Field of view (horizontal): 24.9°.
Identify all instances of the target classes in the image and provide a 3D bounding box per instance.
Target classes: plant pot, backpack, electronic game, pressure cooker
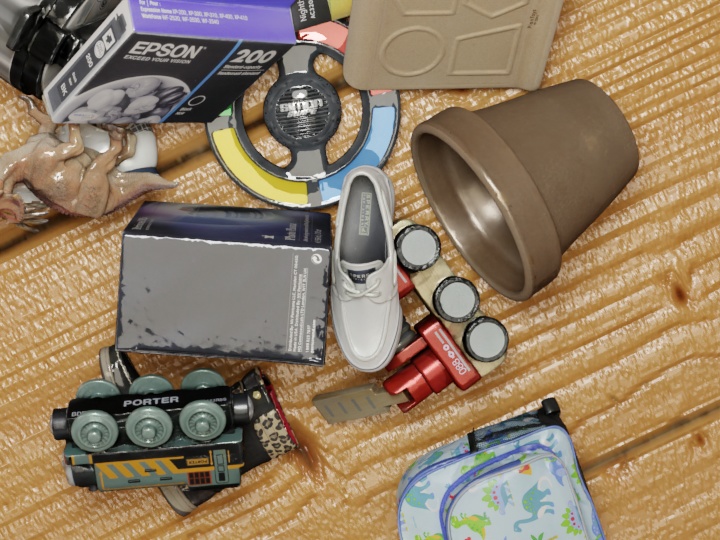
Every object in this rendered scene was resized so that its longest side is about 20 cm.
[{"bbox_3d":[0.174,-0.097,1.598,0.174,0.200,0.201,-31,100,-13],"label":"plant pot"},{"bbox_3d":[0.139,0.254,1.667,0.199,0.147,0.184,-19,98,4],"label":"backpack"},{"bbox_3d":[-0.058,-0.160,1.639,0.199,0.042,0.201,0,100,-1],"label":"electronic game"},{"bbox_3d":[-0.303,-0.260,1.539,0.200,0.179,0.176,36,66,3],"label":"pressure cooker"}]

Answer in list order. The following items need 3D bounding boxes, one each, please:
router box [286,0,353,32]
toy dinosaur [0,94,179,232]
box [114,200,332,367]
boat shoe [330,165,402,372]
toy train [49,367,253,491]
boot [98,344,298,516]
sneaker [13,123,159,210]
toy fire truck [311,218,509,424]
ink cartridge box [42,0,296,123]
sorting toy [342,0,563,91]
[{"bbox_3d":[-0.019,-0.345,1.546,0.157,0.052,0.201,-20,122,-19],"label":"router box"},{"bbox_3d":[-0.283,-0.084,1.561,0.199,0.086,0.136,17,93,-19],"label":"toy dinosaur"},{"bbox_3d":[-0.129,0.007,1.586,0.197,0.200,0.124,3,101,-3],"label":"box"},{"bbox_3d":[0.000,0.000,1.563,0.073,0.065,0.201,-4,93,9],"label":"boat shoe"},{"bbox_3d":[-0.202,0.165,1.604,0.199,0.085,0.114,-5,119,-3],"label":"toy train"},{"bbox_3d":[-0.167,0.140,1.673,0.150,0.073,0.201,-26,104,4],"label":"boot"},{"bbox_3d":[-0.302,-0.105,1.633,0.199,0.076,0.081,-10,91,-6],"label":"sneaker"},{"bbox_3d":[0.025,0.068,1.654,0.200,0.129,0.176,-37,94,-3],"label":"toy fire truck"},{"bbox_3d":[-0.160,-0.203,1.492,0.200,0.198,0.044,-40,66,38],"label":"ink cartridge box"},{"bbox_3d":[0.090,-0.248,1.567,0.199,0.037,0.185,1,140,-8],"label":"sorting toy"}]
